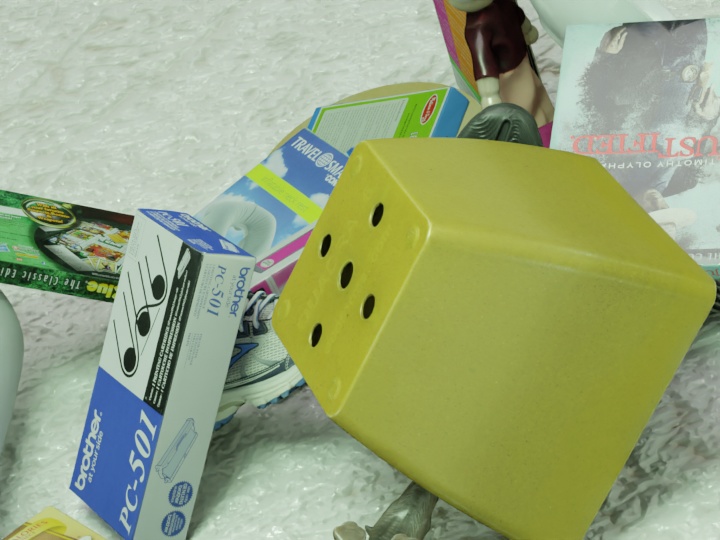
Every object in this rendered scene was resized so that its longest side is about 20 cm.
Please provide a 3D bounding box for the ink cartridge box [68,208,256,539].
[{"bbox_3d":[-0.130,0.069,1.648,0.044,0.201,0.094,5,17,-36],"label":"ink cartridge box"}]

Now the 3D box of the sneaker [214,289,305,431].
[{"bbox_3d":[-0.080,0.047,1.681,0.200,0.085,0.077,-30,10,33],"label":"sneaker"}]

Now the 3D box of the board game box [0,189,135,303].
[{"bbox_3d":[-0.222,-0.019,1.796,0.199,0.024,0.105,11,31,-21],"label":"board game box"}]

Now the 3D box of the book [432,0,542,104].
[{"bbox_3d":[0.081,-0.217,1.977,0.048,0.200,0.134,-24,32,-9],"label":"book"}]

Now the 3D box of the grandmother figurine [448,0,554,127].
[{"bbox_3d":[0.103,-0.156,1.868,0.060,0.200,0.121,-15,30,15],"label":"grandmother figurine"}]

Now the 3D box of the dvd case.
[{"bbox_3d":[0.197,-0.083,1.690,0.146,0.022,0.201,-1,60,20],"label":"dvd case"}]

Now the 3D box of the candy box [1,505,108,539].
[{"bbox_3d":[-0.173,0.227,1.548,0.115,0.055,0.200,-35,36,-26],"label":"candy box"}]

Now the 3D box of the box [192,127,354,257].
[{"bbox_3d":[-0.062,-0.026,1.860,0.200,0.048,0.122,-40,36,-10],"label":"box"}]

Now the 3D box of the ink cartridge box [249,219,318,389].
[{"bbox_3d":[0.000,0.000,1.778,0.200,0.095,0.037,-34,35,-25],"label":"ink cartridge box"}]

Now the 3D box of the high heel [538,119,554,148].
[{"bbox_3d":[0.173,-0.091,1.833,0.096,0.068,0.200,0,21,45],"label":"high heel"}]

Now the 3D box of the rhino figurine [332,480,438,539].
[{"bbox_3d":[0.000,0.189,1.499,0.060,0.088,0.200,26,44,10],"label":"rhino figurine"}]

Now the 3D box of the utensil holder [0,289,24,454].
[{"bbox_3d":[-0.321,0.099,1.716,0.169,0.170,0.200,-11,31,11],"label":"utensil holder"}]

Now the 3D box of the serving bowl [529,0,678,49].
[{"bbox_3d":[0.185,-0.178,1.853,0.066,0.200,0.200,-48,30,12],"label":"serving bowl"}]

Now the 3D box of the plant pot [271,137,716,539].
[{"bbox_3d":[0.064,0.028,1.539,0.176,0.200,0.200,18,19,-28],"label":"plant pot"}]

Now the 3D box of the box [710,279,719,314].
[{"bbox_3d":[0.276,-0.027,1.697,0.199,0.082,0.068,-10,33,15],"label":"box"}]

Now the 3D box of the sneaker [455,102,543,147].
[{"bbox_3d":[0.082,-0.040,1.713,0.075,0.201,0.115,13,30,2],"label":"sneaker"}]

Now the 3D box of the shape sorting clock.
[{"bbox_3d":[0.008,-0.076,1.946,0.199,0.039,0.200,-19,36,15],"label":"shape sorting clock"}]
